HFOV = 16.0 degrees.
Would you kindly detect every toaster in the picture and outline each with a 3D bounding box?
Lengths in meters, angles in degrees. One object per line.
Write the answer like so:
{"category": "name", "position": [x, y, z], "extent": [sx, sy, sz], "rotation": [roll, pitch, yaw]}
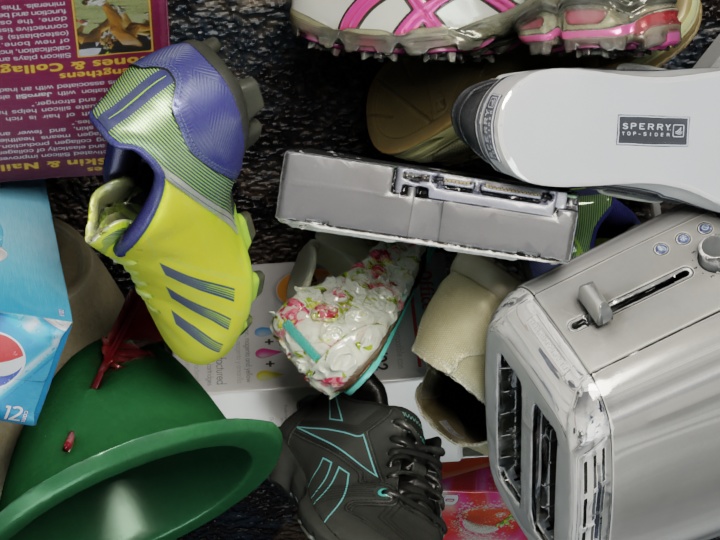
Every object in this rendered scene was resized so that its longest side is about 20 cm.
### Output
{"category": "toaster", "position": [0.136, 0.067, 1.248], "extent": [0.129, 0.114, 0.200], "rotation": [-20, 141, -15]}

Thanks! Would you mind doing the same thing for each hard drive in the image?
{"category": "hard drive", "position": [0.034, -0.032, 1.256], "extent": [0.139, 0.038, 0.200], "rotation": [8, -177, 1]}

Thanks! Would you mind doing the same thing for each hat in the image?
{"category": "hat", "position": [-0.141, 0.044, 1.312], "extent": [0.200, 0.176, 0.166], "rotation": [-13, 157, -32]}

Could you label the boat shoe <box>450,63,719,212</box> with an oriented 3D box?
{"category": "boat shoe", "position": [0.138, -0.062, 1.196], "extent": [0.200, 0.072, 0.068], "rotation": [1, -172, -23]}

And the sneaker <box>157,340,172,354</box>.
{"category": "sneaker", "position": [-0.100, 0.076, 1.547], "extent": [0.199, 0.060, 0.104], "rotation": [-6, 154, 10]}

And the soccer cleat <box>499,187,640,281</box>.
{"category": "soccer cleat", "position": [0.138, 0.008, 1.458], "extent": [0.084, 0.065, 0.200], "rotation": [-16, 148, 14]}

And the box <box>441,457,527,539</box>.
{"category": "box", "position": [0.067, 0.144, 1.649], "extent": [0.099, 0.096, 0.200], "rotation": [2, 149, -13]}

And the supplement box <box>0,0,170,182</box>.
{"category": "supplement box", "position": [-0.151, -0.132, 1.143], "extent": [0.131, 0.103, 0.200], "rotation": [-4, 149, -6]}

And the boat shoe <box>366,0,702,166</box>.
{"category": "boat shoe", "position": [0.093, -0.101, 1.265], "extent": [0.200, 0.073, 0.063], "rotation": [-26, 150, 37]}

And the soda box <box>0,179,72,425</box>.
{"category": "soda box", "position": [-0.190, -0.015, 1.236], "extent": [0.068, 0.200, 0.064], "rotation": [10, 122, -21]}

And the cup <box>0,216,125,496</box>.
{"category": "cup", "position": [-0.199, 0.050, 1.395], "extent": [0.200, 0.200, 0.143], "rotation": [1, 125, -9]}

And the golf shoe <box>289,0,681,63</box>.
{"category": "golf shoe", "position": [0.057, -0.142, 1.198], "extent": [0.200, 0.092, 0.073], "rotation": [-1, -176, 29]}

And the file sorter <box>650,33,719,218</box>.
{"category": "file sorter", "position": [0.266, -0.036, 1.340], "extent": [0.200, 0.125, 0.139], "rotation": [7, 148, -19]}

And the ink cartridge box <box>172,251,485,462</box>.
{"category": "ink cartridge box", "position": [-0.005, 0.051, 1.452], "extent": [0.199, 0.115, 0.068], "rotation": [-4, 128, -2]}

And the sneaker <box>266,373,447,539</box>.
{"category": "sneaker", "position": [0.007, 0.109, 1.305], "extent": [0.079, 0.200, 0.075], "rotation": [-47, 121, 2]}

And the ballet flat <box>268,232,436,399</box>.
{"category": "ballet flat", "position": [0.000, 0.000, 1.359], "extent": [0.064, 0.200, 0.076], "rotation": [38, 113, -3]}

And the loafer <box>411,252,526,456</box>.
{"category": "loafer", "position": [0.067, 0.067, 1.337], "extent": [0.068, 0.076, 0.200], "rotation": [-42, 141, -15]}

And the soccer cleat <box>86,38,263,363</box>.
{"category": "soccer cleat", "position": [-0.090, -0.022, 1.149], "extent": [0.084, 0.065, 0.200], "rotation": [-30, 150, -24]}
